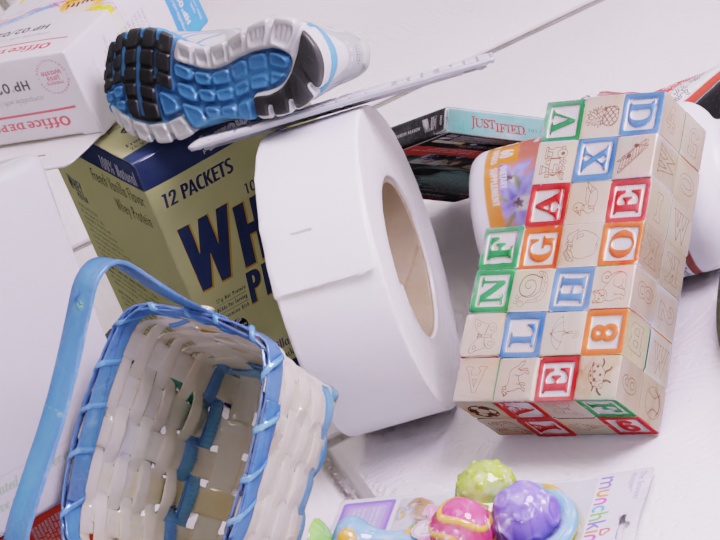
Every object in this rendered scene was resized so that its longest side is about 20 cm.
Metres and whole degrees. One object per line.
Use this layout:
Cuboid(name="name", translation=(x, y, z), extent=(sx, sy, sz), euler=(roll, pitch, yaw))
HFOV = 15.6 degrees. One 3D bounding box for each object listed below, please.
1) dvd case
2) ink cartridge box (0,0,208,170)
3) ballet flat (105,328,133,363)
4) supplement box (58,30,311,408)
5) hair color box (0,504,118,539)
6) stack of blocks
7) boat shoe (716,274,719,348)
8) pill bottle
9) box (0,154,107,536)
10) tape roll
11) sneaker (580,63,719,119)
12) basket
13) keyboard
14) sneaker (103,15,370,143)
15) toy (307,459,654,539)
Cuboid(name="dvd case", translation=(0.063, -0.079, 1.828), extent=(0.145, 0.022, 0.200), euler=(4, -12, -31))
Cuboid(name="ink cartridge box", translation=(-0.205, -0.143, 1.796), extent=(0.114, 0.068, 0.200), euler=(-7, 30, 32))
Cuboid(name="ballet flat", translation=(-0.240, 0.083, 1.732), extent=(0.199, 0.069, 0.068), euler=(-14, -9, -22))
Cuboid(name="supplement box", translation=(-0.103, -0.040, 1.826), extent=(0.134, 0.201, 0.200), euler=(-30, 25, -17))
Cuboid(name="hair color box", translation=(-0.245, 0.187, 1.652), extent=(0.199, 0.062, 0.101), euler=(-32, 25, -23))
Cuboid(name="stack of blocks", translation=(0.135, -0.003, 1.599), extent=(0.115, 0.059, 0.201), euler=(-3, 66, 35))
Cuboid(name="boat shoe", translation=(0.255, 0.026, 1.561), extent=(0.066, 0.075, 0.200), euler=(8, 17, -3))
Cuboid(name="pill bottle", translation=(0.179, -0.046, 1.708), extent=(0.199, 0.113, 0.112), euler=(-14, 25, 17))
Cuboid(name="box", translation=(-0.274, 0.062, 1.558), extent=(0.198, 0.201, 0.171), euler=(-27, 10, -40))
Cuboid(name="tape roll", translation=(0.000, 0.000, 1.658), extent=(0.070, 0.203, 0.203), euler=(-15, 25, 13))
Cuboid(name="sneaker", translation=(0.227, -0.116, 1.866), extent=(0.201, 0.068, 0.108), euler=(-31, 28, -13))
Cuboid(name="basket", translation=(-0.113, 0.102, 1.478), extent=(0.138, 0.200, 0.178), euler=(11, 79, 33))
Cuboid(name="keyboard", translation=(-0.011, -0.106, 1.650), extent=(0.199, 0.011, 0.056), euler=(-17, 1, 3))
Cuboid(name="sneaker", translation=(-0.078, -0.124, 1.680), extent=(0.199, 0.076, 0.086), euler=(0, 9, 38))
Cuboid(name="toy", translation=(0.060, 0.143, 1.501), extent=(0.199, 0.047, 0.115), euler=(-12, 28, 23))
